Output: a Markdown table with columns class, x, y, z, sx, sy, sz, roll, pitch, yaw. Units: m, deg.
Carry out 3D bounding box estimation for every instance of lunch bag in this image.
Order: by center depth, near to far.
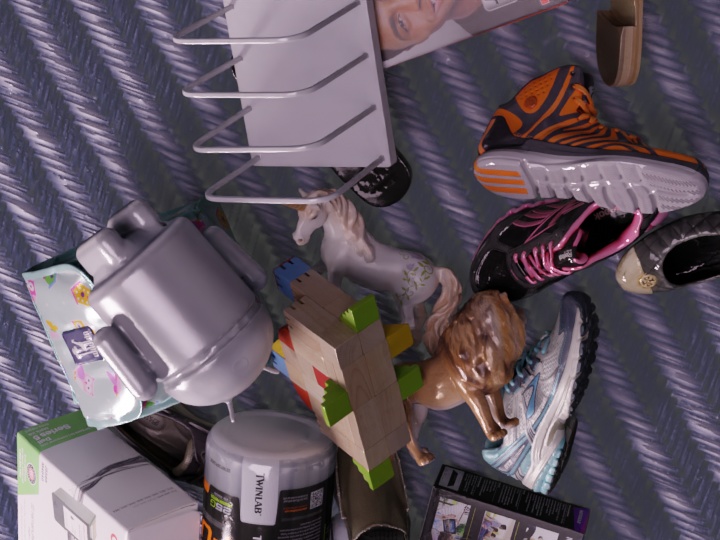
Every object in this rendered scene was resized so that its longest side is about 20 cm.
| class | x | y | z | sx | sy | sz | roll | pitch | yaw |
| --- | --- | --- | --- | --- | --- | --- | --- | --- | --- |
| lunch bag | -0.199 | 0.041 | 1.703 | 0.199 | 0.122 | 0.171 | -21 | 101 | 11 |

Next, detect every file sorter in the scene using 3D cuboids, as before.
| class | x | y | z | sx | sy | sz | roll | pitch | yaw |
| --- | --- | --- | --- | --- | --- | --- | --- | --- | --- |
| file sorter | -0.070 | -0.164 | 1.537 | 0.138 | 0.125 | 0.201 | 2 | 114 | 28 |

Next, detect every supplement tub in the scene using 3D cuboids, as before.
| class | x | y | z | sx | sy | sz | roll | pitch | yaw |
| --- | --- | --- | --- | --- | --- | --- | --- | --- | --- |
| supplement tub | -0.088 | 0.242 | 1.720 | 0.122 | 0.123 | 0.201 | 9 | 108 | 13 |

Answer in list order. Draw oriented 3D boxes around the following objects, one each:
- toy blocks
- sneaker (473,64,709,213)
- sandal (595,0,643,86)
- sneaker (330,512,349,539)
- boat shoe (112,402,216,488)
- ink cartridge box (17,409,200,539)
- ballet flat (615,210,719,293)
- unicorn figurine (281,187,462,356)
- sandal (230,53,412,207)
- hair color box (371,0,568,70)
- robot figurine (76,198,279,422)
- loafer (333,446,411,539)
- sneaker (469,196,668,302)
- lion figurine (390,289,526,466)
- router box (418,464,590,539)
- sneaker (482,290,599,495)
| class | x | y | z | sx | sy | sz | roll | pitch | yaw |
| --- | --- | --- | --- | --- | --- | --- | --- | --- | --- |
| toy blocks | -0.028 | 0.080 | 1.630 | 0.137 | 0.100 | 0.200 | 35 | 150 | 43 |
| sneaker | 0.197 | -0.116 | 1.530 | 0.199 | 0.112 | 0.078 | 9 | 152 | 21 |
| sandal | 0.241 | -0.255 | 1.513 | 0.069 | 0.078 | 0.212 | -7 | 120 | -15 |
| sneaker | -0.028 | 0.328 | 1.800 | 0.071 | 0.073 | 0.201 | 0 | 112 | 6 |
| boat shoe | -0.162 | 0.177 | 1.787 | 0.200 | 0.065 | 0.072 | 34 | 114 | 0 |
| ink cartridge box | -0.246 | 0.248 | 1.771 | 0.200 | 0.084 | 0.146 | 32 | 127 | 42 |
| ballet flat | 0.312 | -0.016 | 1.571 | 0.199 | 0.057 | 0.067 | -16 | 135 | 21 |
| unicorn figurine | 0.000 | 0.000 | 1.673 | 0.199 | 0.074 | 0.138 | 14 | 119 | -10 |
| sandal | -0.035 | -0.133 | 1.639 | 0.200 | 0.045 | 0.075 | 44 | 117 | -3 |
| hair color box | 0.072 | -0.244 | 1.557 | 0.200 | 0.061 | 0.102 | -18 | 105 | 23 |
| robot figurine | -0.153 | 0.034 | 1.583 | 0.200 | 0.170 | 0.113 | 50 | 153 | -8 |
| loafer | 0.018 | 0.228 | 1.720 | 0.075 | 0.070 | 0.201 | -10 | 85 | -14 |
| sneaker | 0.173 | -0.023 | 1.595 | 0.200 | 0.095 | 0.079 | -31 | 102 | 25 |
| lion figurine | 0.072 | 0.101 | 1.648 | 0.200 | 0.072 | 0.123 | -25 | 90 | 31 |
| router box | 0.121 | 0.300 | 1.759 | 0.149 | 0.051 | 0.201 | 17 | 115 | 7 |
| sneaker | 0.157 | 0.107 | 1.661 | 0.086 | 0.078 | 0.201 | 18 | 114 | 13 |
